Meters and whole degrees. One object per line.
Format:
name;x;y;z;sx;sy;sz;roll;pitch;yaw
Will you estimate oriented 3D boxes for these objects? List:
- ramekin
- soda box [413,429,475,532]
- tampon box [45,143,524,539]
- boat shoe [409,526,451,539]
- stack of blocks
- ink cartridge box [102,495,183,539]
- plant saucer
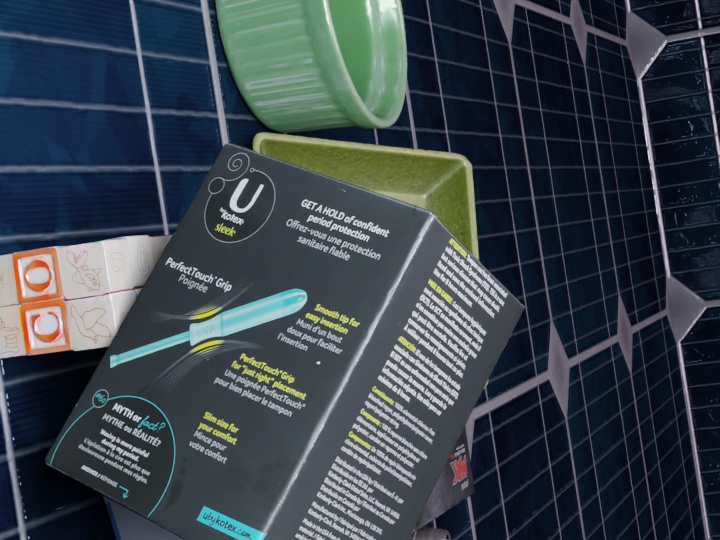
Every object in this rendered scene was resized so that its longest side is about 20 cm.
ramekin;-0.040;-0.206;1.372;0.200;0.098;0.200;-9;90;-71
soda box;0.042;0.183;1.495;0.200;0.063;0.071;-9;90;-71
tampon box;-0.036;0.060;0.908;0.200;0.150;0.126;-61;144;-10
boat shoe;0.068;0.316;1.495;0.075;0.073;0.200;-56;134;-63
stack of blocks;-0.127;0.010;1.006;0.200;0.115;0.059;-8;90;-70
ink cartridge box;-0.065;0.111;1.082;0.200;0.084;0.145;-30;111;-43
plant saucer;0.000;0.000;1.353;0.200;0.048;0.200;4;74;-28
